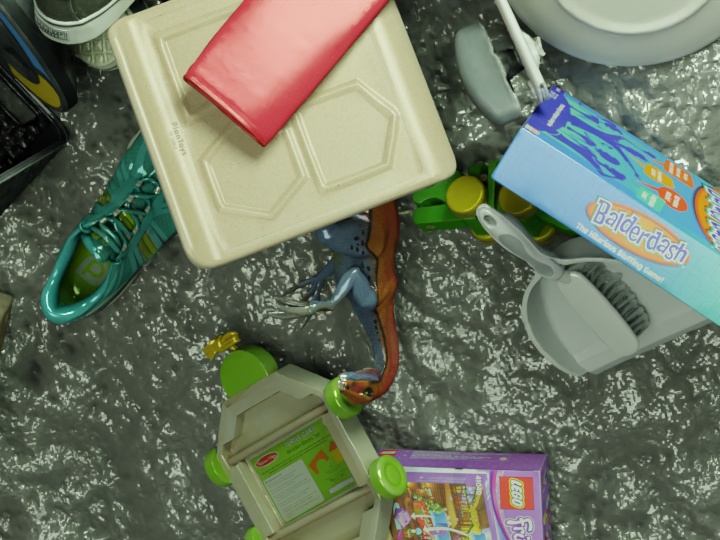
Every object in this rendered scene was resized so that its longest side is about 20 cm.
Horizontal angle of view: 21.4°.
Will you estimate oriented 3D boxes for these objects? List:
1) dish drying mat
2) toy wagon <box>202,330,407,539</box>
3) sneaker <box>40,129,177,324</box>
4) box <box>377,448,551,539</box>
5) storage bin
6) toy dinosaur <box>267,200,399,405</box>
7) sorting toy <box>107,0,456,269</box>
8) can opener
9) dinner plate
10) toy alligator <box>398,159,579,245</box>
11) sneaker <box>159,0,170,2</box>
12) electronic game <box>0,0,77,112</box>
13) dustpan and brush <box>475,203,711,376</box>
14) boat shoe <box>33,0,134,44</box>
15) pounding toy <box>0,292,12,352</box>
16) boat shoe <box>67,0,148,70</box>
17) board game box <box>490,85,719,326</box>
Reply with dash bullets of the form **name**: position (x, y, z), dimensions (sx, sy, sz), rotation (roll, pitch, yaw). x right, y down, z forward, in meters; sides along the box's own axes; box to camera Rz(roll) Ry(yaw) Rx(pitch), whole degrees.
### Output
- **dish drying mat**: position (-0.031, -0.183, 1.299), dimensions (0.077, 0.018, 0.200), rotation (39, 78, 2)
- **toy wagon**: position (-0.053, 0.134, 1.468), dimensions (0.155, 0.039, 0.201), rotation (-31, 86, 35)
- **sneaker**: position (-0.176, -0.035, 1.446), dimensions (0.077, 0.080, 0.201), rotation (37, 111, 2)
- **box**: position (0.082, 0.241, 1.482), dimensions (0.135, 0.039, 0.202), rotation (1, 106, 16)
- **storage bin**: position (-0.320, -0.094, 1.400), dimensions (0.135, 0.200, 0.094), rotation (46, 111, -2)
- **toy dinosaur**: position (0.000, 0.000, 1.370), dimensions (0.199, 0.105, 0.182), rotation (-27, 105, 28)
- **sorting toy**: position (-0.054, -0.116, 1.312), dimensions (0.198, 0.036, 0.187), rotation (-20, 82, -8)
- **can opener**: position (0.071, -0.197, 1.282), dimensions (0.066, 0.053, 0.202), rotation (-26, 88, 5)
- **dinner plate**: position (0.186, -0.226, 1.293), dimensions (0.198, 0.024, 0.202), rotation (2, 122, 4)
- **toy alligator**: position (0.082, -0.055, 1.391), dimensions (0.198, 0.059, 0.055), rotation (3, 69, 27)
- **sneaker**: position (-0.059, -0.146, 1.377), dimensions (0.199, 0.088, 0.075), rotation (32, 111, 4)
- **electronic game**: position (-0.274, -0.195, 1.373), dimensions (0.042, 0.200, 0.200), rotation (-42, 93, -11)
- **dustpan and brush**: position (0.150, 0.007, 1.335), dimensions (0.139, 0.058, 0.200), rotation (-28, 118, 36)
- **boat shoe**: position (-0.159, -0.240, 1.319), dimensions (0.070, 0.201, 0.064), rotation (22, 142, 11)
- **pounding toy**: position (-0.390, 0.060, 1.516), dimensions (0.198, 0.142, 0.186), rotation (17, 111, -2)
- **boat shoe**: position (-0.225, -0.227, 1.413), dimensions (0.200, 0.062, 0.075), rotation (47, 115, 14)
- **board game box**: position (0.195, -0.044, 1.308), dimensions (0.199, 0.152, 0.045), rotation (33, 111, 2)
